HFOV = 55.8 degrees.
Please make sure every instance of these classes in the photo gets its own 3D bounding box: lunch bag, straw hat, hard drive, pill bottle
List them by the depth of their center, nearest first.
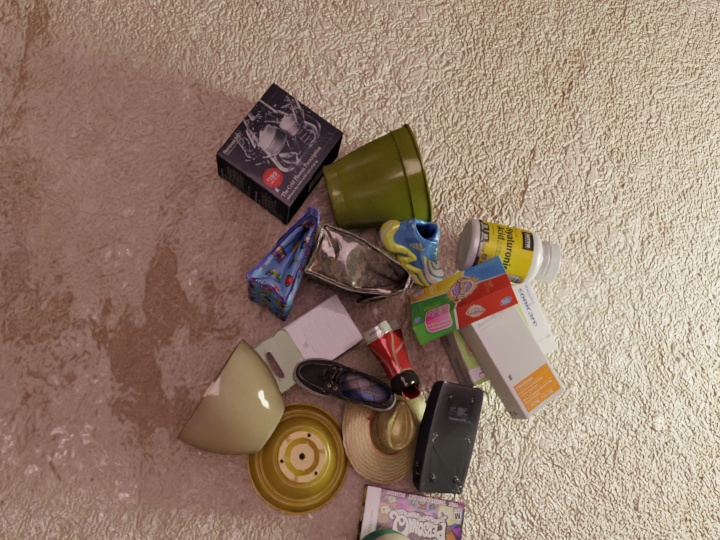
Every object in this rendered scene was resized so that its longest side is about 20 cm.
[{"bbox_3d":[0.063,0.292,1.273,0.196,0.085,0.206,6,71,-17],"label":"straw hat"},{"bbox_3d":[0.163,0.313,1.281,0.133,0.042,0.205,17,84,-39],"label":"hard drive"},{"bbox_3d":[-0.129,-0.024,1.305,0.093,0.151,0.202,30,72,2],"label":"lunch bag"},{"bbox_3d":[0.000,0.000,1.308,0.196,0.164,0.120,22,88,-2],"label":"lunch bag"},{"bbox_3d":[0.307,-0.034,1.407,0.195,0.111,0.114,11,73,-7],"label":"pill bottle"}]

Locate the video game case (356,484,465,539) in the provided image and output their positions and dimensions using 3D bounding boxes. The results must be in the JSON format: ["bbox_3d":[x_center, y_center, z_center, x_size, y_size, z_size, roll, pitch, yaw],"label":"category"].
[{"bbox_3d":[0.089,0.508,1.259,0.195,0.036,0.186,13,75,-6],"label":"video game case"}]

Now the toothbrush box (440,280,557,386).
[{"bbox_3d":[0.271,0.130,1.368,0.196,0.086,0.148,-22,81,-14],"label":"toothbrush box"}]

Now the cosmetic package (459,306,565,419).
[{"bbox_3d":[0.284,0.166,1.282,0.100,0.071,0.202,-30,86,-16],"label":"cosmetic package"}]

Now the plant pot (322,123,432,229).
[{"bbox_3d":[0.027,-0.168,1.367,0.189,0.201,0.205,-16,77,-1],"label":"plant pot"}]

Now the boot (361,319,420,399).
[{"bbox_3d":[0.067,0.170,1.270,0.072,0.200,0.146,-31,83,6],"label":"boot"}]

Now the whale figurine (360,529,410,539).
[{"bbox_3d":[0.058,0.543,1.189,0.159,0.103,0.202,-41,111,-15],"label":"whale figurine"}]

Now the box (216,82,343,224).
[{"bbox_3d":[-0.164,-0.236,1.383,0.180,0.104,0.202,34,72,2],"label":"box"}]

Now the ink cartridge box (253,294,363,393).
[{"bbox_3d":[-0.102,0.145,1.312,0.198,0.059,0.105,-32,83,-16],"label":"ink cartridge box"}]

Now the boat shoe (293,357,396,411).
[{"bbox_3d":[-0.029,0.205,1.232,0.196,0.066,0.071,21,72,7],"label":"boat shoe"}]

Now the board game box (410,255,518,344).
[{"bbox_3d":[0.193,0.054,1.302,0.197,0.154,0.041,-25,109,11],"label":"board game box"}]

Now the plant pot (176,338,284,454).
[{"bbox_3d":[-0.212,0.244,1.200,0.133,0.200,0.202,34,72,-6],"label":"plant pot"}]

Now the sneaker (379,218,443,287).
[{"bbox_3d":[0.128,-0.034,1.338,0.199,0.104,0.077,37,51,-37],"label":"sneaker"}]

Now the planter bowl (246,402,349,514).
[{"bbox_3d":[-0.110,0.341,1.245,0.195,0.084,0.205,3,74,-9],"label":"planter bowl"}]
